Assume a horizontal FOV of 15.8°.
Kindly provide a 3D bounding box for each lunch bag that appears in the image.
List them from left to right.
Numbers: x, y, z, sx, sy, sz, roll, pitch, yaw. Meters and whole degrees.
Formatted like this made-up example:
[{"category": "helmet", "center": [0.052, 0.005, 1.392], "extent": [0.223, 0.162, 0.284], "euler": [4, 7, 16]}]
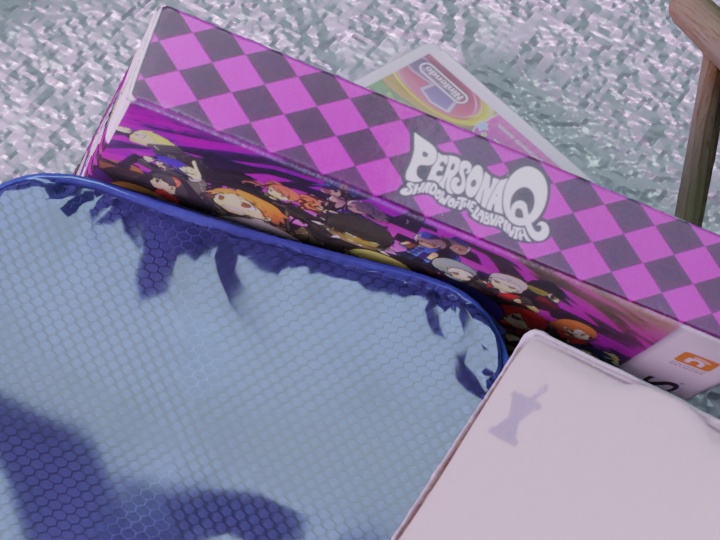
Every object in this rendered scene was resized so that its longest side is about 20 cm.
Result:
[{"category": "lunch bag", "center": [-0.056, 0.064, 0.793], "extent": [0.200, 0.132, 0.136], "euler": [17, 72, 6]}]

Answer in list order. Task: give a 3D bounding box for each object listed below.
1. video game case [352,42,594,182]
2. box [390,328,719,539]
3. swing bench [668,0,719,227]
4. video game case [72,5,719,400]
[{"category": "video game case", "center": [0.000, 0.000, 0.941], "extent": [0.200, 0.018, 0.143], "euler": [-30, 60, -31]}, {"category": "box", "center": [0.111, 0.123, 0.697], "extent": [0.109, 0.200, 0.128], "euler": [-56, 36, -5]}, {"category": "swing bench", "center": [0.224, -0.005, 0.840], "extent": [0.199, 0.130, 0.200], "euler": [-1, 17, -30]}, {"category": "video game case", "center": [0.010, -0.005, 0.806], "extent": [0.200, 0.181, 0.036], "euler": [22, 73, -9]}]
